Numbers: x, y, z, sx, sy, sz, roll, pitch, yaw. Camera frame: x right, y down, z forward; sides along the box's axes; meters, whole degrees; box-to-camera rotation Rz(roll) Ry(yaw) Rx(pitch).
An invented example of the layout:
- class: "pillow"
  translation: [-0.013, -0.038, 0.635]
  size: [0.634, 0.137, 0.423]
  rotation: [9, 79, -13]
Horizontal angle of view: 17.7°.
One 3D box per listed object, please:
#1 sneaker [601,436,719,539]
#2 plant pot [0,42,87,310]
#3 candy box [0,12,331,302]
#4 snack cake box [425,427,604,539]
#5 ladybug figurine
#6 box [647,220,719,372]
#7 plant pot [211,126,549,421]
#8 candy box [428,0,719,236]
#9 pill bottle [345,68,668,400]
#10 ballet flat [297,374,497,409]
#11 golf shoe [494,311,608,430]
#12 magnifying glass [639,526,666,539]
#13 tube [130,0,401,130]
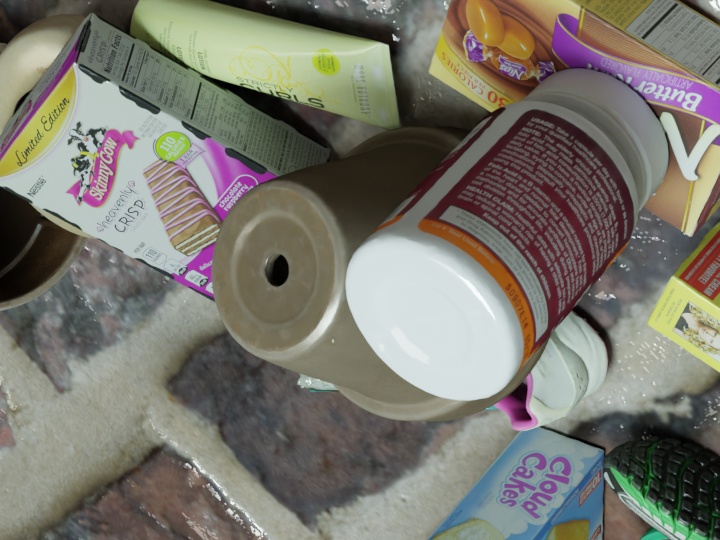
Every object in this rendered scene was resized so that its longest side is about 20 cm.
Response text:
- class: "sneaker"
  translation: [0.240, 0.195, 1.573]
  size: [0.200, 0.078, 0.085]
  rotation: [42, 130, 4]
- class: "plant pot"
  translation: [-0.337, -0.074, 1.777]
  size: [0.198, 0.200, 0.200]
  rotation: [5, 126, 49]
- class: "candy box"
  translation: [-0.140, -0.074, 1.619]
  size: [0.200, 0.061, 0.136]
  rotation: [29, 131, -17]
- class: "snack cake box"
  translation: [0.096, 0.215, 1.627]
  size: [0.067, 0.200, 0.115]
  rotation: [18, 134, 28]
- class: "ladybug figurine"
  translation: [-0.199, -0.108, 1.688]
  size: [0.136, 0.072, 0.200]
  rotation: [-1, 132, 9]
- class: "box"
  translation: [0.282, 0.055, 1.432]
  size: [0.200, 0.075, 0.050]
  rotation: [35, 137, 14]
- class: "plant pot"
  translation: [0.000, 0.000, 1.490]
  size: [0.200, 0.175, 0.200]
  rotation: [-2, 87, 41]
- class: "candy box"
  translation: [0.147, -0.122, 1.410]
  size: [0.200, 0.056, 0.117]
  rotation: [35, 140, 14]
- class: "pill bottle"
  translation: [0.090, -0.026, 1.342]
  size: [0.114, 0.200, 0.114]
  rotation: [25, 138, 24]
- class: "ballet flat"
  translation: [0.030, 0.061, 1.663]
  size: [0.200, 0.072, 0.072]
  rotation: [3, 125, 39]
- class: "golf shoe"
  translation: [0.071, 0.033, 1.581]
  size: [0.200, 0.092, 0.075]
  rotation: [34, 141, 16]
- class: "magnifying glass"
  translation: [0.212, 0.242, 1.694]
  size: [0.080, 0.022, 0.200]
  rotation: [42, 138, 4]
- class: "tube"
  translation: [-0.063, -0.147, 1.577]
  size: [0.200, 0.058, 0.052]
  rotation: [17, 92, 24]
